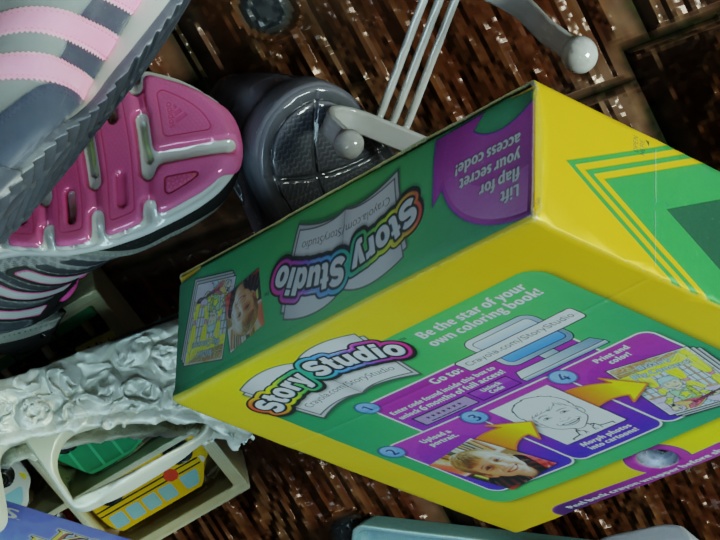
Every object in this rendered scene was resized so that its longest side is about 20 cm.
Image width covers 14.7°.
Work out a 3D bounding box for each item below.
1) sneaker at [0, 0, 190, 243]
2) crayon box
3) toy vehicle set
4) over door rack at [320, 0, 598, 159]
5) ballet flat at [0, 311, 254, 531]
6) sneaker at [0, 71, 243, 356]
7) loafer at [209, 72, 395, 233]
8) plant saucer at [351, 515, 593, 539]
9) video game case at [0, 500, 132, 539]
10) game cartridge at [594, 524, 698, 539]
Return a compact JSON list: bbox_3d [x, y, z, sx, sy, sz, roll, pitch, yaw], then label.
[{"bbox_3d":[-0.125,-0.075,0.984,0.082,0.200,0.070,35,142,-2],"label":"sneaker"},{"bbox_3d":[0.058,0.020,1.000,0.172,0.059,0.199,24,146,-32],"label":"crayon box"},{"bbox_3d":[-0.162,0.091,1.172,0.199,0.027,0.124,-30,123,10],"label":"toy vehicle set"},{"bbox_3d":[0.102,-0.077,1.012,0.199,0.067,0.149,19,111,-8],"label":"over door rack"},{"bbox_3d":[-0.131,0.067,1.094,0.199,0.072,0.072,-17,124,1],"label":"ballet flat"},{"bbox_3d":[-0.127,-0.016,1.078,0.199,0.074,0.087,-21,154,18],"label":"sneaker"},{"bbox_3d":[0.000,0.000,1.111,0.072,0.063,0.201,-39,125,-17],"label":"loafer"},{"bbox_3d":[0.093,0.144,1.223,0.198,0.019,0.070,6,126,0],"label":"plant saucer"},{"bbox_3d":[-0.118,0.192,1.155,0.199,0.046,0.182,16,121,10],"label":"video game case"},{"bbox_3d":[0.095,0.179,1.213,0.199,0.041,0.133,-29,130,33],"label":"game cartridge"}]
